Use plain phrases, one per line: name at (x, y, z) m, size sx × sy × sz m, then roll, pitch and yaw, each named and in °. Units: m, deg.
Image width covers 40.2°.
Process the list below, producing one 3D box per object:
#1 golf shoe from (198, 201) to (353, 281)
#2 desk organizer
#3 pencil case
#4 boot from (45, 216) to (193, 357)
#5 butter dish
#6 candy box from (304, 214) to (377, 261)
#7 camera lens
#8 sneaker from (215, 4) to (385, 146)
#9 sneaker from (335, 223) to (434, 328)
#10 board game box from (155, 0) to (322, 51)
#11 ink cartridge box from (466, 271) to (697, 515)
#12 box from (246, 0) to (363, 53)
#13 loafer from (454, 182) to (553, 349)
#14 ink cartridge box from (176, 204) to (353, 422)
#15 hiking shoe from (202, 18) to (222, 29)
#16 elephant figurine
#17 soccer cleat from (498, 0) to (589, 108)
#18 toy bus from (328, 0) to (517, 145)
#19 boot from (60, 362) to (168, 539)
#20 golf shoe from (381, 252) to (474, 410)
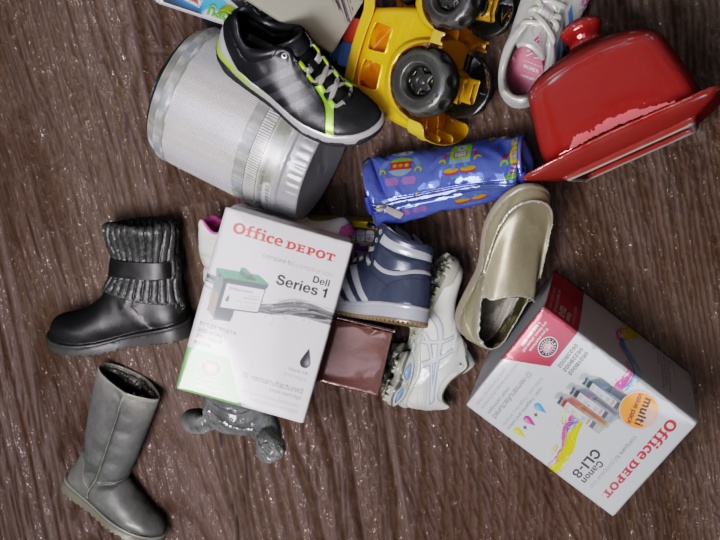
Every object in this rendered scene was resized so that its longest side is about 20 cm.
golf shoe at (-0.106, -0.042, 1.150) m, size 0.198 × 0.075 × 0.092 m, roll -14°, pitch 96°, yaw 18°
desk organizer at (-0.064, 0.085, 1.151) m, size 0.198 × 0.072 × 0.078 m, roll 14°, pitch 86°, yaw 2°
pencil case at (0.095, -0.098, 1.093) m, size 0.198 × 0.087 × 0.079 m, roll -8°, pitch 123°, yaw 17°
boot at (-0.315, 0.016, 1.248) m, size 0.209 × 0.080 × 0.159 m, roll -9°, pitch 108°, yaw 9°
butter dish at (0.244, -0.181, 0.979) m, size 0.199 × 0.199 × 0.149 m, roll -24°, pitch 87°, yaw 21°
candy box at (-0.064, -0.016, 1.196) m, size 0.198 × 0.026 × 0.103 m, roll 3°, pitch 109°, yaw 16°
camera lens at (-0.126, -0.165, 1.101) m, size 0.199 × 0.160 × 0.161 m, roll 27°, pitch 110°, yaw 8°
sneaker at (-0.063, -0.198, 0.987) m, size 0.199 × 0.072 × 0.083 m, roll 29°, pitch 147°, yaw 2°
sneaker at (0.000, 0.000, 1.132) m, size 0.199 × 0.070 × 0.110 m, roll 7°, pitch 86°, yaw 35°
board game box at (-0.110, -0.321, 1.059) m, size 0.198 × 0.035 × 0.127 m, roll 12°, pitch 113°, yaw -31°
ink cartridge box at (0.245, 0.131, 1.082) m, size 0.199 × 0.145 × 0.146 m, roll 36°, pitch 111°, yaw 3°
box at (-0.100, -0.305, 1.001) m, size 0.199 × 0.082 × 0.069 m, roll 25°, pitch 103°, yaw -36°
loafer at (0.163, 0.002, 1.064) m, size 0.075 × 0.068 × 0.201 m, roll 3°, pitch 121°, yaw -22°
ink cartridge box at (-0.101, 0.043, 1.064) m, size 0.145 × 0.084 × 0.202 m, roll 15°, pitch 93°, yaw -3°
hiking shoe at (-0.161, -0.366, 1.085) m, size 0.075 × 0.100 × 0.202 m, roll 17°, pitch 106°, yaw 26°
elephant figurine at (-0.150, 0.144, 1.170) m, size 0.154 × 0.200 × 0.143 m, roll -20°, pitch 99°, yaw 20°
soccer cleat at (0.195, -0.263, 1.020) m, size 0.069 × 0.086 × 0.202 m, roll 19°, pitch 108°, yaw 10°
toy bus at (0.052, -0.257, 1.054) m, size 0.191 × 0.135 × 0.202 m, roll 25°, pitch 109°, yaw 25°
boot at (-0.307, 0.247, 1.323) m, size 0.181 × 0.073 × 0.201 m, roll 29°, pitch 104°, yaw 5°
golf shoe at (0.095, 0.076, 1.162) m, size 0.096 × 0.078 × 0.201 m, roll 16°, pitch 114°, yaw -8°
